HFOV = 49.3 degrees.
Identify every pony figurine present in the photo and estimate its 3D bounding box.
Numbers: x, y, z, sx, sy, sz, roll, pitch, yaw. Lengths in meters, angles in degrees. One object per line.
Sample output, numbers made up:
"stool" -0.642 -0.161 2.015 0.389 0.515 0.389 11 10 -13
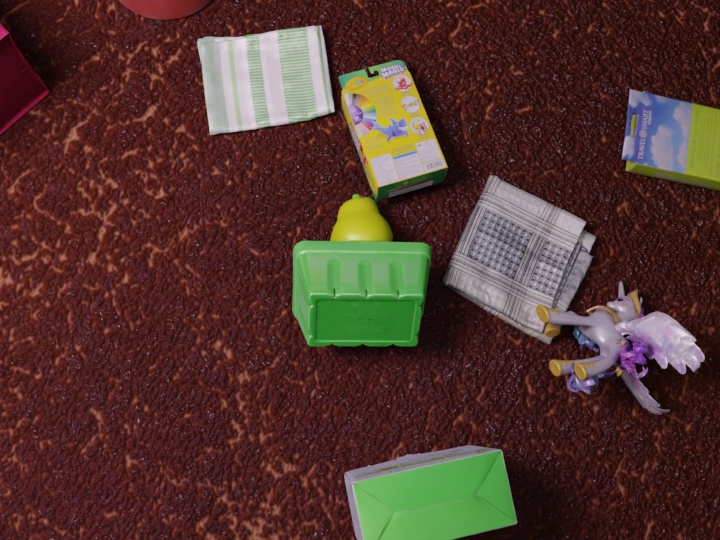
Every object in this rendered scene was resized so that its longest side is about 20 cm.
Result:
"pony figurine" 0.367 0.107 1.121 0.196 0.168 0.195 -12 54 -24

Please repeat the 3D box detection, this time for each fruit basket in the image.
"fruit basket" 0.000 0.000 1.128 0.210 0.158 0.218 3 36 -2

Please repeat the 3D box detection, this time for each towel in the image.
"towel" 0.245 -0.018 1.188 0.197 0.035 0.196 28 78 -1
"towel" -0.144 -0.297 1.207 0.195 0.023 0.156 -9 81 -7

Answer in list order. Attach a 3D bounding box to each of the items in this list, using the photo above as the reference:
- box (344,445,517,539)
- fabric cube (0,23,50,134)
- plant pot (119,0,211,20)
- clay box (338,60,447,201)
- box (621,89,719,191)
"box" 0.084 0.298 1.042 0.195 0.177 0.099 -11 80 -8
"fabric cube" -0.588 -0.292 1.074 0.196 0.200 0.200 -43 87 -12
"plant pot" -0.298 -0.503 1.152 0.195 0.177 0.206 1 79 -5
"clay box" 0.045 -0.215 1.185 0.112 0.048 0.204 -15 68 -8
"box" 0.504 -0.204 1.239 0.195 0.048 0.125 11 78 -3
